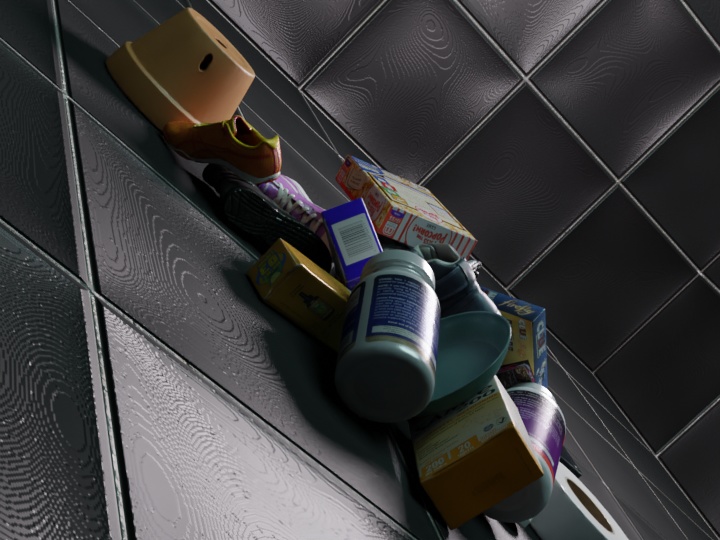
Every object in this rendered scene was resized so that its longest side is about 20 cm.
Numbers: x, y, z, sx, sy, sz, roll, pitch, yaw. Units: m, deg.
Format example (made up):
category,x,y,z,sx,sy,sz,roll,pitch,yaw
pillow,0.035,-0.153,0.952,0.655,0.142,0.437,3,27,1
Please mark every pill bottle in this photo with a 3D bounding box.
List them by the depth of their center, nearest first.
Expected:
category,x,y,z,sx,sy,sz,roll,pitch,yaw
pill bottle,0.036,0.072,1.523,0.116,0.115,0.201,42,31,-23
pill bottle,0.202,0.225,1.661,0.112,0.112,0.200,45,29,-6

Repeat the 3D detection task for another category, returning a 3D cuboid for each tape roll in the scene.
category,x,y,z,sx,sy,sz,roll,pitch,yaw
tape roll,0.304,0.358,1.859,0.202,0.071,0.203,46,9,-10

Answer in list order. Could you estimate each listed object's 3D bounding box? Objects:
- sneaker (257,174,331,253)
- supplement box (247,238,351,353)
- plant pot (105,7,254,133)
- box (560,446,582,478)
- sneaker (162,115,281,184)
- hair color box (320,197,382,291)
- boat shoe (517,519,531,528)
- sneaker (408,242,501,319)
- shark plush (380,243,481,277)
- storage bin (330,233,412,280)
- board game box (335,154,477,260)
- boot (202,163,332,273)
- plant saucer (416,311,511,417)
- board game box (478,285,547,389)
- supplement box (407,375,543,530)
category,x,y,z,sx,sy,sz,roll,pitch,yaw
sneaker,-0.105,-0.086,1.929,0.200,0.073,0.114,40,7,36
supplement box,-0.050,0.041,1.607,0.200,0.067,0.069,39,11,-45
plant pot,-0.247,-0.281,1.864,0.200,0.140,0.200,44,9,-9
box,0.244,0.251,2.023,0.141,0.079,0.200,38,11,-27
sneaker,-0.182,-0.177,1.732,0.198,0.078,0.073,18,27,29
hair color box,0.000,0.000,1.749,0.200,0.064,0.110,74,-4,-65
boat shoe,0.195,0.268,1.759,0.071,0.064,0.200,42,10,-29
sneaker,0.077,0.046,1.721,0.147,0.201,0.077,56,34,-14
shark plush,0.111,-0.011,1.834,0.199,0.091,0.084,-13,59,-38
storage bin,0.049,0.019,1.948,0.200,0.134,0.146,45,9,-16
board game box,0.063,-0.088,1.864,0.150,0.047,0.200,21,16,-26
boot,-0.124,-0.071,1.768,0.200,0.070,0.132,46,2,-30
plant saucer,0.097,0.120,1.579,0.036,0.198,0.200,63,3,-20
board game box,0.191,0.122,1.776,0.135,0.035,0.202,20,-48,33
supplement box,0.129,0.201,1.507,0.074,0.125,0.200,56,6,-13
